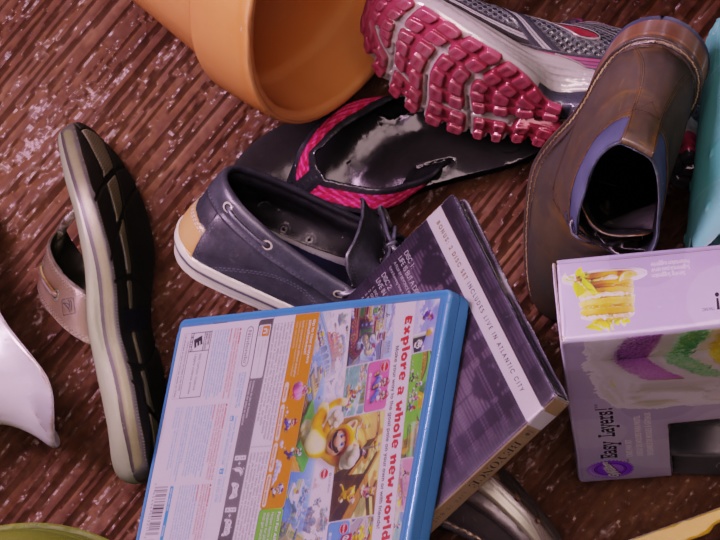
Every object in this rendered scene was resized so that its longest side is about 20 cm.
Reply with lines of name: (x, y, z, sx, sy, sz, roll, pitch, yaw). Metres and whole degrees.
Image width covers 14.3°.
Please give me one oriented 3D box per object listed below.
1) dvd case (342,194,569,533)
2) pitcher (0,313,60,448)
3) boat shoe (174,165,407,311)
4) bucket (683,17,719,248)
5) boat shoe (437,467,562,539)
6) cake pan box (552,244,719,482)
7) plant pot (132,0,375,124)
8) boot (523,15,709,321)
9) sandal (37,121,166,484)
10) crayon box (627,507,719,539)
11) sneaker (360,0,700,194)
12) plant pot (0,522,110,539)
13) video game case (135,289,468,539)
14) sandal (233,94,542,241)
dvd case: (0.008, 0.078, 1.455, 0.200, 0.016, 0.149, -45, 44, 21)
pitcher: (-0.278, 0.043, 1.547, 0.199, 0.121, 0.172, -15, 59, -10)
boat shoe: (0.000, 0.000, 1.532, 0.199, 0.075, 0.062, 22, 123, -6)
bucket: (0.265, -0.055, 1.479, 0.206, 0.207, 0.135, 2, 68, 4)
boat shoe: (0.021, 0.111, 1.537, 0.200, 0.074, 0.073, 37, 94, 17)
cake pan box: (0.194, 0.047, 1.469, 0.183, 0.200, 0.052, -3, 64, 5)
plant pot: (-0.057, -0.196, 1.538, 0.140, 0.200, 0.201, 25, 82, 24)
boot: (0.119, -0.029, 1.484, 0.074, 0.200, 0.097, 20, 40, 3)
sandal: (-0.147, 0.017, 1.556, 0.057, 0.080, 0.202, -10, 80, 15)
crayon box: (0.220, 0.221, 1.509, 0.125, 0.052, 0.201, -19, 80, 0)
sneaker: (0.093, -0.108, 1.549, 0.199, 0.081, 0.075, 23, 55, -11)
plant pot: (-0.184, 0.221, 1.461, 0.200, 0.193, 0.201, 0, 81, 3)
video game case: (-0.034, 0.087, 1.468, 0.200, 0.018, 0.144, -7, 65, 44)
sandal: (0.011, -0.065, 1.573, 0.199, 0.045, 0.075, -22, 81, -1)
